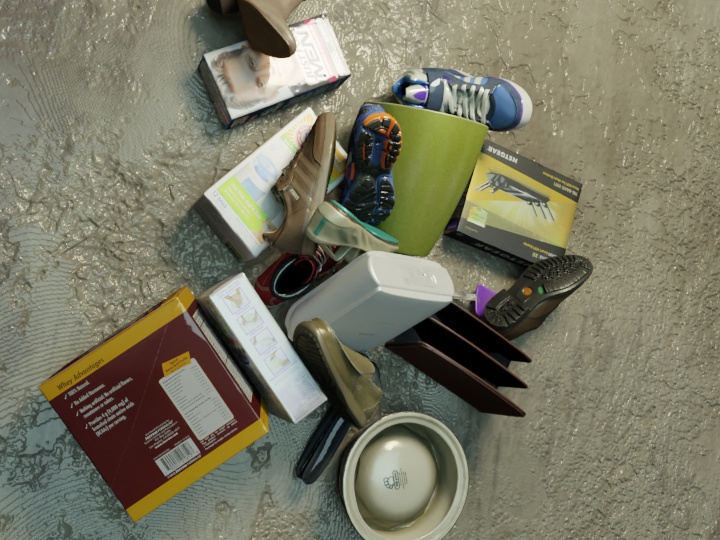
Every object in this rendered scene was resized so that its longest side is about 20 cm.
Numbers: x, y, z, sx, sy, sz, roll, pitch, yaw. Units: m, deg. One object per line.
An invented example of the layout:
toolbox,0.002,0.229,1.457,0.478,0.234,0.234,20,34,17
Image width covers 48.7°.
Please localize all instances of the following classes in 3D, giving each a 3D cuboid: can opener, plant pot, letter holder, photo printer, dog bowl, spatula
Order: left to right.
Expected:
can opener,-0.034,0.214,1.148,0.078,0.063,0.201,31,86,-12
photo printer,0.005,0.052,1.094,0.166,0.200,0.070,9,56,-45
dog bowl,0.055,0.304,1.164,0.198,0.074,0.202,2,86,-21
plant pot,0.075,-0.128,1.166,0.186,0.187,0.202,9,97,-20
spatula,0.143,0.036,1.247,0.198,0.021,0.057,16,62,-16
letter holder,0.162,0.123,1.183,0.199,0.142,0.101,35,74,-14

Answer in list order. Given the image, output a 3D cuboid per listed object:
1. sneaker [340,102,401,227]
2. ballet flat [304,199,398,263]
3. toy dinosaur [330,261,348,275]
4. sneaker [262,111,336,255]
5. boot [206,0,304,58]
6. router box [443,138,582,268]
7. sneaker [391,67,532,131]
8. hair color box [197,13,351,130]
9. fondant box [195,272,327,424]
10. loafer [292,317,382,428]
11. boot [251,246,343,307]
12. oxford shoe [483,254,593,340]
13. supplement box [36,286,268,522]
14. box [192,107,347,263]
sneaker,0.012,-0.138,1.077,0.075,0.201,0.079,3,42,-15
ballet flat,-0.012,-0.039,1.040,0.200,0.069,0.070,25,72,-62
toy dinosaur,0.000,0.000,1.147,0.199,0.101,0.059,3,59,-46
sneaker,-0.078,-0.121,1.044,0.075,0.071,0.202,9,73,1
boot,-0.114,-0.380,1.118,0.200,0.071,0.146,40,58,24
router box,0.248,-0.100,1.283,0.199,0.052,0.158,20,80,-18
sneaker,0.137,-0.250,1.181,0.146,0.200,0.081,-14,124,-35
hair color box,-0.123,-0.289,1.155,0.199,0.060,0.101,-26,94,-20
fondant box,-0.138,0.104,1.069,0.058,0.144,0.201,-36,98,-18
loafer,-0.027,0.127,1.056,0.067,0.076,0.201,-46,136,-24
boot,-0.057,-0.025,1.113,0.200,0.144,0.073,-43,98,-20
oxford shoe,0.279,0.043,1.253,0.199,0.073,0.085,-30,141,-9
supplement box,-0.251,0.160,1.003,0.197,0.133,0.201,-33,97,-4
box,-0.121,-0.119,1.119,0.200,0.101,0.113,-42,101,-19
